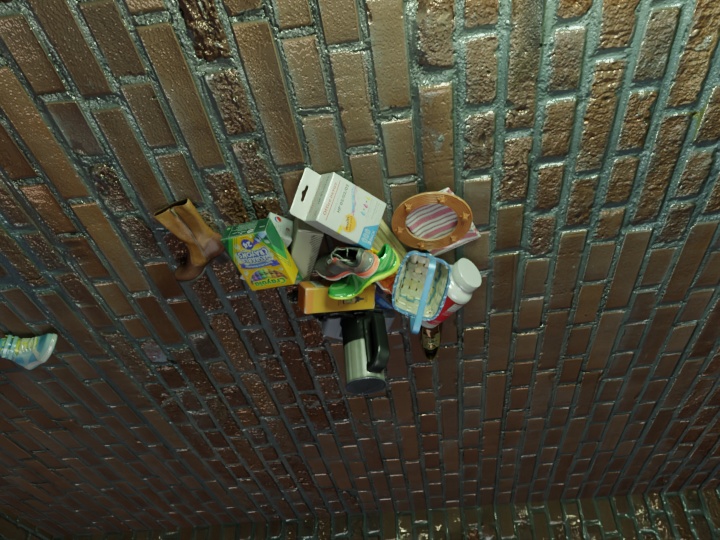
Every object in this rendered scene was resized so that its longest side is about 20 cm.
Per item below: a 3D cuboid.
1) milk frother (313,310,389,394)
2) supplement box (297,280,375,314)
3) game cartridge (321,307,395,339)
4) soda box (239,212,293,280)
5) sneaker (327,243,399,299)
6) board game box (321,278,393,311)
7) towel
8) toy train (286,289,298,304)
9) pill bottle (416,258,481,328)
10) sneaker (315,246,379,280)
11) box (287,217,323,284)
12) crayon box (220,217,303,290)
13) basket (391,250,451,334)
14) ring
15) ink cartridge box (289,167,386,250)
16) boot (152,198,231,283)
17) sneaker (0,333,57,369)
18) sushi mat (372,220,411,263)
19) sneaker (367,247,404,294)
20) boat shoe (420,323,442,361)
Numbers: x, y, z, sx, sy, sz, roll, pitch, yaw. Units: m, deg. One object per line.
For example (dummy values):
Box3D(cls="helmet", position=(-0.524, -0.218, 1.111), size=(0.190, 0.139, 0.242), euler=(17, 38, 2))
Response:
Box3D(cls="milk frother", position=(-0.028, 0.203, 1.594), size=(0.193, 0.193, 0.182), euler=(1, 148, -10))
Box3D(cls="supplement box", position=(-0.060, 0.063, 1.552), size=(0.194, 0.069, 0.069), euler=(-2, 105, -23))
Box3D(cls="game cartridge", position=(-0.008, 0.152, 1.730), size=(0.193, 0.042, 0.134), euler=(6, 145, -11))
Box3D(cls="soda box", position=(-0.237, -0.050, 1.522), size=(0.066, 0.065, 0.201), euler=(18, 137, -22))
Box3D(cls="sneaker", position=(0.000, 0.000, 1.480), size=(0.196, 0.074, 0.085), euler=(-31, 115, -6))
Box3D(cls="board game box", position=(-0.037, 0.084, 1.706), size=(0.196, 0.042, 0.199), euler=(-28, 134, 28))
Box3D(cls="towel", position=(0.194, -0.109, 1.492), size=(0.143, 0.031, 0.200), euler=(-22, 136, 24))
Box3D(cls="toy train", position=(-0.101, 0.071, 1.633), size=(0.193, 0.035, 0.046), euler=(0, 153, -3))
Box3D(cls="pill bottle", position=(0.228, 0.059, 1.630), size=(0.110, 0.115, 0.200), euler=(22, 135, -27))
Box3D(cls="sneaker", position=(-0.045, -0.031, 1.422), size=(0.196, 0.079, 0.081), euler=(-4, 148, 43))
Box3D(cls="box", position=(-0.141, -0.057, 1.503), size=(0.066, 0.084, 0.202), euler=(7, 141, -13))
Box3D(cls="crayon box", position=(-0.232, -0.024, 1.457), size=(0.122, 0.053, 0.203), euler=(-8, 132, 20))
Box3D(cls="basket", position=(0.148, 0.045, 1.492), size=(0.135, 0.200, 0.182), euler=(14, 102, -5))
Box3D(cls="ring", position=(0.171, -0.111, 1.454), size=(0.193, 0.020, 0.203), euler=(1, 143, 1))
Box3D(cls="ink cartridge box", position=(-0.049, -0.139, 1.369), size=(0.196, 0.118, 0.067), euler=(26, 169, -30))
Box3D(cls="boot", position=(-0.436, -0.067, 1.491), size=(0.184, 0.070, 0.201), euler=(-20, 136, 21))
Box3D(cls="sneaker", position=(-1.003, 0.227, 1.817), size=(0.197, 0.081, 0.129), euler=(-31, 134, 30))
Box3D(cls="sushi mat", position=(0.049, -0.067, 1.551), size=(0.093, 0.012, 0.200), euler=(-20, 137, 22))
Box3D(cls="sneaker", position=(0.067, 0.001, 1.569), size=(0.076, 0.074, 0.198), euler=(-35, 134, 23))
Box3D(cls="boat shoe", position=(0.215, 0.201, 1.830), size=(0.073, 0.076, 0.203), euler=(-5, 141, 5))
